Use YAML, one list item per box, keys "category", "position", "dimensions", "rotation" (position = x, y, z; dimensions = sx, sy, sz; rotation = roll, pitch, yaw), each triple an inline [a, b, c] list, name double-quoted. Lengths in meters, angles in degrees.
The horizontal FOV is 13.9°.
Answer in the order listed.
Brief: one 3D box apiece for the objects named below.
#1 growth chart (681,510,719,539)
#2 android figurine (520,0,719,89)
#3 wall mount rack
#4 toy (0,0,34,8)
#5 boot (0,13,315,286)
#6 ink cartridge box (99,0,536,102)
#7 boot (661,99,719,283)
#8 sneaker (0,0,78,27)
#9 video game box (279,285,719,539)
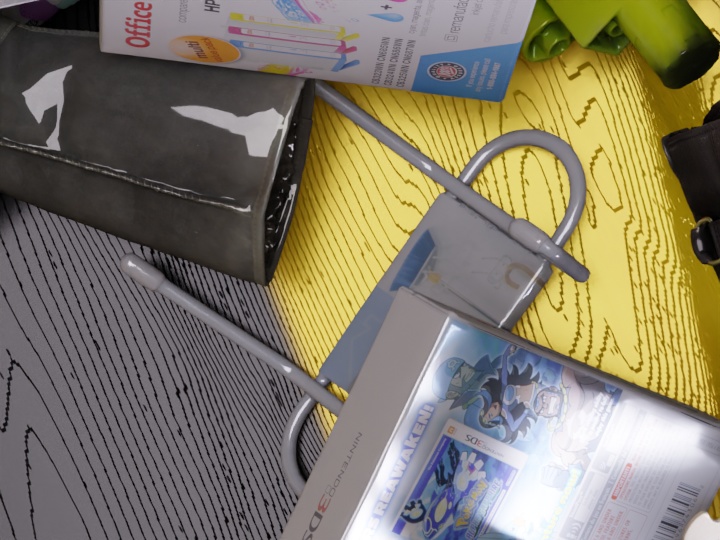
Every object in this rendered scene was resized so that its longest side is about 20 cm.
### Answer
- category: "growth chart"
  position: [0.176, 0.140, 1.173]
  dimensions: [0.200, 0.018, 0.145]
  rotation: [-22, 120, 7]
- category: "android figurine"
  position: [0.111, -0.180, 1.291]
  dimensions: [0.182, 0.041, 0.200]
  rotation: [-48, 60, 23]
- category: "wall mount rack"
  position: [0.000, 0.000, 1.316]
  dimensions: [0.174, 0.075, 0.200]
  rotation: [36, 91, 30]
- category: "toy"
  position: [-0.166, -0.164, 1.274]
  dimensions: [0.200, 0.047, 0.115]
  rotation: [-15, 84, -26]
- category: "boot"
  position: [-0.131, -0.033, 1.300]
  dimensions: [0.200, 0.073, 0.182]
  rotation: [16, 118, 1]
- category: "ink cartridge box"
  position: [-0.028, -0.159, 1.212]
  dimensions: [0.200, 0.129, 0.125]
  rotation: [6, 70, -3]
- category: "boot"
  position: [0.185, 0.006, 1.241]
  dimensions: [0.069, 0.200, 0.174]
  rotation: [-18, 93, -18]
- category: "sneaker"
  position: [-0.229, -0.165, 1.339]
  dimensions: [0.140, 0.078, 0.200]
  rotation: [-43, 84, 2]
- category: "video game box"
  position: [0.050, 0.127, 1.261]
  dimensions: [0.047, 0.182, 0.200]
  rotation: [30, 96, 51]
